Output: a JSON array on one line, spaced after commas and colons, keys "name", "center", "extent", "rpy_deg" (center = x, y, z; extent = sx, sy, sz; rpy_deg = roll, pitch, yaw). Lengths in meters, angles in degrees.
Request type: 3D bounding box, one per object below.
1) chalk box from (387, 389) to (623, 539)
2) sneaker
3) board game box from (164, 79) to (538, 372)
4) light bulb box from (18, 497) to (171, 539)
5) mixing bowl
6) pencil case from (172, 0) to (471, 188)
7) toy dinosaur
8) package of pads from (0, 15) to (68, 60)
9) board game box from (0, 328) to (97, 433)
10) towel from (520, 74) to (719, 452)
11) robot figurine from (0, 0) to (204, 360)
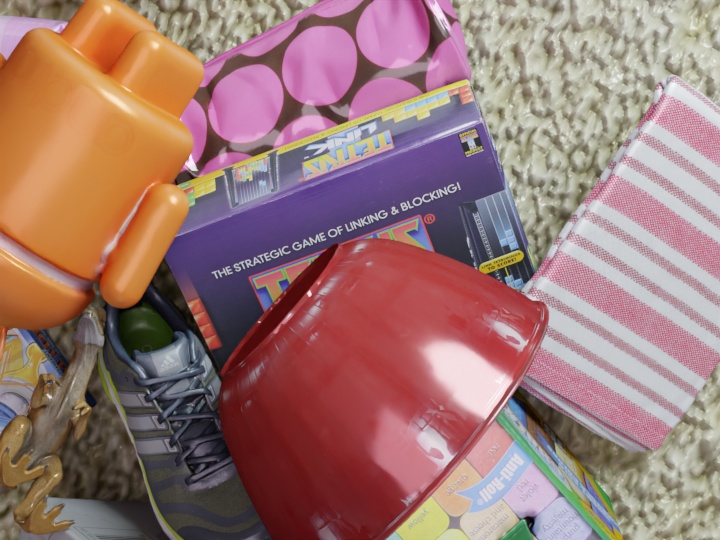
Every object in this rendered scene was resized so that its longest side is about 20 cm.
[{"name": "chalk box", "center": [0.069, 0.151, 1.023], "extent": [0.125, 0.200, 0.124], "rpy_deg": [-42, 91, 6]}, {"name": "sneaker", "center": [-0.107, 0.085, 1.040], "extent": [0.073, 0.081, 0.201], "rpy_deg": [-27, 56, -15]}, {"name": "board game box", "center": [0.000, 0.000, 1.051], "extent": [0.198, 0.057, 0.166], "rpy_deg": [-20, 124, 6]}, {"name": "light bulb box", "center": [-0.123, 0.260, 1.036], "extent": [0.124, 0.198, 0.202], "rpy_deg": [9, 98, -37]}, {"name": "mixing bowl", "center": [-0.004, 0.056, 0.956], "extent": [0.108, 0.200, 0.200], "rpy_deg": [43, 97, -8]}, {"name": "pencil case", "center": [-0.034, -0.112, 1.063], "extent": [0.198, 0.091, 0.094], "rpy_deg": [-27, 101, 8]}, {"name": "toy dinosaur", "center": [-0.199, 0.112, 1.052], "extent": [0.060, 0.106, 0.200], "rpy_deg": [36, 105, -23]}, {"name": "package of pads", "center": [-0.271, -0.101, 1.087], "extent": [0.197, 0.076, 0.122], "rpy_deg": [7, 93, 3]}, {"name": "board game box", "center": [-0.285, 0.090, 1.125], "extent": [0.199, 0.034, 0.136], "rpy_deg": [-37, 92, 6]}, {"name": "towel", "center": [0.173, 0.000, 1.056], "extent": [0.146, 0.030, 0.201], "rpy_deg": [31, 95, -31]}, {"name": "robot figurine", "center": [-0.172, -0.053, 0.997], "extent": [0.143, 0.117, 0.201], "rpy_deg": [33, 95, -16]}]
